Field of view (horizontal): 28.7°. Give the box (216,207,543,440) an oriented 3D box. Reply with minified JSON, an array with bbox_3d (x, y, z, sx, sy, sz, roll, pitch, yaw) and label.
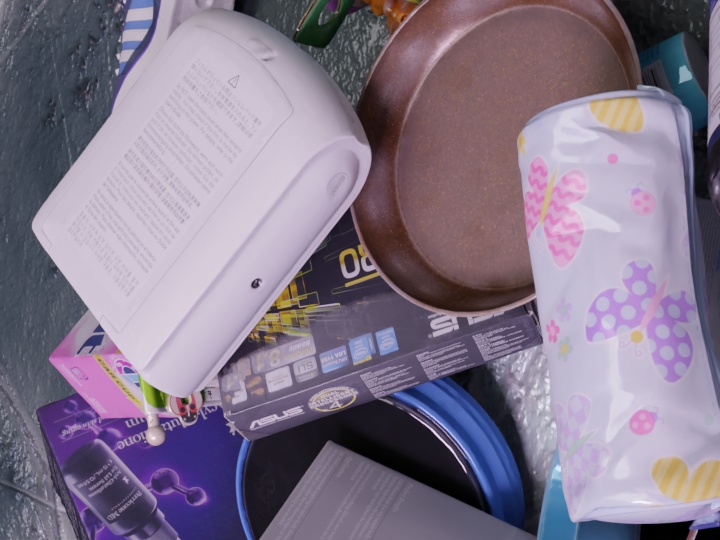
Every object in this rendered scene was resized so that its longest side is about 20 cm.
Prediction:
[{"bbox_3d":[0.000,0.000,0.879,0.197,0.049,0.163,-18,59,9],"label":"box"}]

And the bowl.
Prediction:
[{"bbox_3d":[0.007,0.151,0.912,0.198,0.039,0.204,8,111,22],"label":"bowl"}]

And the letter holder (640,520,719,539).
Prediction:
[{"bbox_3d":[0.169,0.199,0.716,0.100,0.141,0.203,29,113,44],"label":"letter holder"}]

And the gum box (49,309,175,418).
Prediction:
[{"bbox_3d":[-0.122,0.013,1.031,0.113,0.201,0.066,-8,129,48],"label":"gum box"}]

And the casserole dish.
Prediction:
[{"bbox_3d":[0.120,0.140,0.747,0.201,0.038,0.122,-73,-3,-50],"label":"casserole dish"}]

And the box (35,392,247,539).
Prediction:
[{"bbox_3d":[-0.138,0.179,1.052,0.201,0.146,0.105,57,158,30],"label":"box"}]

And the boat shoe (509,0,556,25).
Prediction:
[{"bbox_3d":[0.111,-0.171,0.838,0.074,0.064,0.200,59,150,16],"label":"boat shoe"}]

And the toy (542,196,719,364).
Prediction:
[{"bbox_3d":[0.179,0.014,0.774,0.199,0.047,0.117,20,110,53],"label":"toy"}]

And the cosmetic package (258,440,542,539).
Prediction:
[{"bbox_3d":[0.039,0.196,0.825,0.198,0.107,0.091,26,129,14],"label":"cosmetic package"}]

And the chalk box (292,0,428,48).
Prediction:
[{"bbox_3d":[0.009,-0.232,0.857,0.122,0.125,0.203,19,99,14],"label":"chalk box"}]

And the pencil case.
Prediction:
[{"bbox_3d":[0.126,0.018,0.652,0.090,0.082,0.203,-26,65,49],"label":"pencil case"}]

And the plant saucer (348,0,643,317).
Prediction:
[{"bbox_3d":[0.077,-0.072,0.786,0.198,0.034,0.203,-12,71,38],"label":"plant saucer"}]

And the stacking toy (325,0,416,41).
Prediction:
[{"bbox_3d":[-0.014,-0.222,0.968,0.200,0.109,0.117,46,109,24],"label":"stacking toy"}]

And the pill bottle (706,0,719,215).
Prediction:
[{"bbox_3d":[0.214,-0.078,0.637,0.111,0.111,0.203,-21,55,47],"label":"pill bottle"}]

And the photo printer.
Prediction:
[{"bbox_3d":[-0.093,-0.051,0.848,0.201,0.069,0.166,-51,54,8],"label":"photo printer"}]

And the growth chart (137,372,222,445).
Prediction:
[{"bbox_3d":[-0.076,0.025,0.966,0.018,0.198,0.147,-18,86,55],"label":"growth chart"}]

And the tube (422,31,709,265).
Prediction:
[{"bbox_3d":[0.108,-0.069,0.806,0.198,0.050,0.078,-25,49,28],"label":"tube"}]

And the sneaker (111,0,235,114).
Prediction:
[{"bbox_3d":[-0.170,-0.203,1.162,0.147,0.080,0.202,58,135,41],"label":"sneaker"}]
